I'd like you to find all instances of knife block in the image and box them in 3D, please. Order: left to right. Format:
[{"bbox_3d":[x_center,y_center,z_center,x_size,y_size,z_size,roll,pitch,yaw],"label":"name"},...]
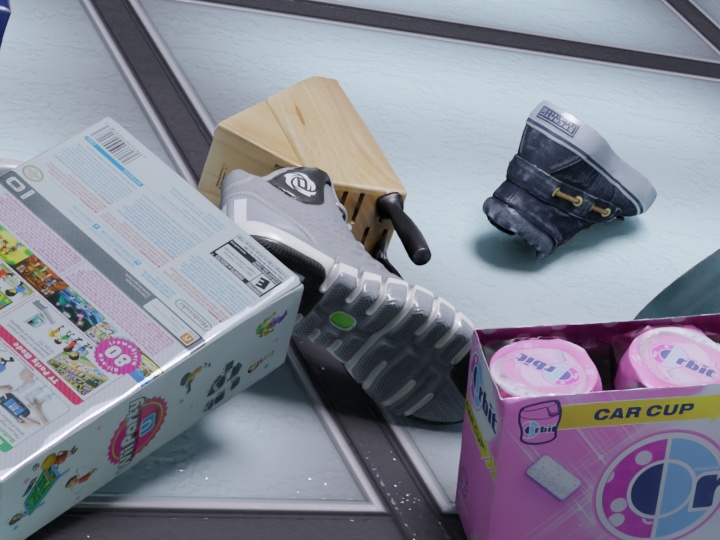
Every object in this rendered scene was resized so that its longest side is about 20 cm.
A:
[{"bbox_3d":[-0.007,-0.041,1.278,0.175,0.064,0.200,29,28,14],"label":"knife block"}]

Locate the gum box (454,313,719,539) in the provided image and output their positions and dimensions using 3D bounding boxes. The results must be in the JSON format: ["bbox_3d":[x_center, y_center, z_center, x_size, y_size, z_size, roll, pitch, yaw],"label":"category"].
[{"bbox_3d":[0.156,0.089,1.046,0.198,0.114,0.066,-3,32,-11],"label":"gum box"}]

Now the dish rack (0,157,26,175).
[{"bbox_3d":[-0.151,0.014,1.099,0.199,0.044,0.172,24,28,6],"label":"dish rack"}]

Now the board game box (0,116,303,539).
[{"bbox_3d":[-0.149,0.027,0.981,0.147,0.065,0.200,39,49,22],"label":"board game box"}]

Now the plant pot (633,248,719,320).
[{"bbox_3d":[0.283,0.043,1.220,0.200,0.200,0.135,-13,69,-48],"label":"plant pot"}]

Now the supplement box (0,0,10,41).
[{"bbox_3d":[-0.319,-0.150,1.191,0.199,0.109,0.110,10,29,-20],"label":"supplement box"}]

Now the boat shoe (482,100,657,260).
[{"bbox_3d":[0.142,-0.051,1.406,0.071,0.091,0.200,35,3,26],"label":"boat shoe"}]

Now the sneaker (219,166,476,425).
[{"bbox_3d":[0.000,0.000,1.131,0.199,0.075,0.116,33,29,-30],"label":"sneaker"}]
